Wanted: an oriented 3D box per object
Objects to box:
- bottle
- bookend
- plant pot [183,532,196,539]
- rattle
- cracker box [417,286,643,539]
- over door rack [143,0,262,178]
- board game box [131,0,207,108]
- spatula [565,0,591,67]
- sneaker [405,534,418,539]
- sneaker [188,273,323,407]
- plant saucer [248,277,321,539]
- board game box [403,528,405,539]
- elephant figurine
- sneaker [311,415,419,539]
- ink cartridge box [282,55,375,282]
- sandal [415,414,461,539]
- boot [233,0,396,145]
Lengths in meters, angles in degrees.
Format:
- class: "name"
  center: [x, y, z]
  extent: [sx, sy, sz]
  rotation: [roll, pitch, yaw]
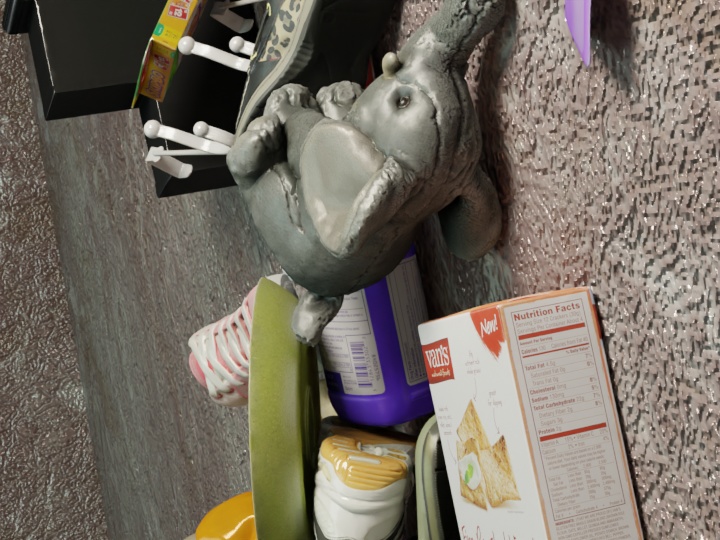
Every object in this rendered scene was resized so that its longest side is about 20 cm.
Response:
- class: "bottle"
  center: [0.000, 0.000, 1.096]
  extent: [0.083, 0.065, 0.201]
  rotation: [1, 105, 56]
- class: "bookend"
  center: [-0.183, -0.146, 1.407]
  extent: [0.092, 0.198, 0.201]
  rotation: [141, 117, -69]
- class: "plant pot"
  center: [-0.065, 0.298, 1.357]
  extent: [0.134, 0.200, 0.201]
  rotation: [-24, 75, 47]
- class: "rattle"
  center: [-0.053, 0.131, 1.266]
  extent: [0.200, 0.142, 0.131]
  rotation: [98, 175, -62]
- class: "cracker box"
  center: [0.094, 0.116, 0.896]
  extent: [0.134, 0.058, 0.201]
  rotation: [156, 104, -73]
- class: "over door rack"
  center: [-0.113, -0.153, 1.250]
  extent: [0.148, 0.066, 0.200]
  rotation: [-67, 17, -9]
- class: "board game box"
  center: [-0.131, -0.223, 1.306]
  extent: [0.096, 0.030, 0.200]
  rotation: [124, 170, -67]
- class: "spatula"
  center: [0.080, -0.160, 0.836]
  extent: [0.200, 0.020, 0.057]
  rotation: [-127, 29, -58]
- class: "sneaker"
  center: [0.044, 0.271, 1.121]
  extent: [0.074, 0.087, 0.200]
  rotation: [-41, 33, 34]
- class: "sneaker"
  center: [-0.085, 0.062, 1.288]
  extent: [0.200, 0.104, 0.076]
  rotation: [76, 174, -79]
- class: "plant saucer"
  center: [-0.046, 0.104, 1.087]
  extent: [0.200, 0.031, 0.201]
  rotation: [-3, -90, -86]
- class: "board game box"
  center: [-0.015, 0.223, 1.145]
  extent: [0.120, 0.032, 0.200]
  rotation: [-42, 20, 21]
- class: "elephant figurine"
  center: [0.017, -0.060, 0.949]
  extent: [0.155, 0.142, 0.200]
  rotation: [54, 153, -17]
- class: "sneaker"
  center: [-0.002, 0.149, 1.089]
  extent: [0.200, 0.075, 0.088]
  rotation: [-14, -64, -81]
- class: "ink cartridge box"
  center: [-0.027, -0.071, 1.199]
  extent: [0.200, 0.050, 0.163]
  rotation: [-177, 76, -76]
- class: "sandal"
  center: [0.052, 0.181, 1.030]
  extent: [0.057, 0.080, 0.202]
  rotation: [9, 101, 43]
- class: "boot"
  center: [-0.045, -0.182, 1.121]
  extent: [0.204, 0.073, 0.154]
  rotation: [-61, 38, 40]
